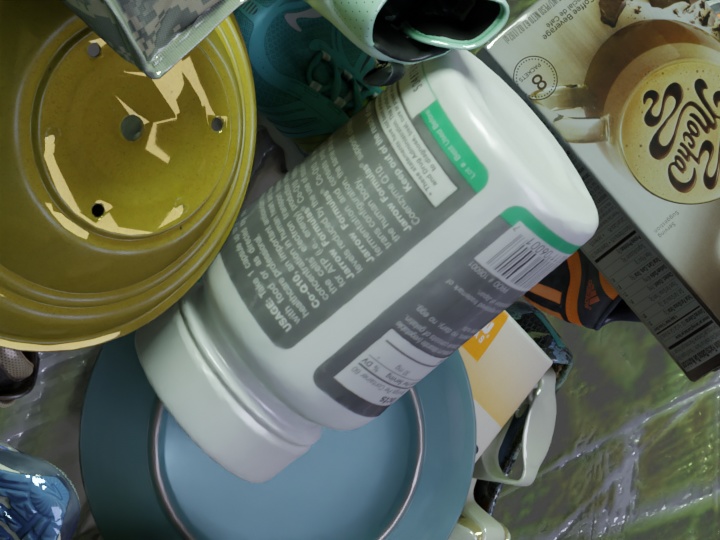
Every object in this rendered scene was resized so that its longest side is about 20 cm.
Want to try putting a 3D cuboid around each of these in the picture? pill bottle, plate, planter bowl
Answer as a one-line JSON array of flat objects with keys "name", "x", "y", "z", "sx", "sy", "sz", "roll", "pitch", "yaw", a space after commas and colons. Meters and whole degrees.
[{"name": "pill bottle", "x": 0.000, "y": 0.000, "z": 1.359, "sx": 0.200, "sy": 0.113, "sz": 0.113, "roll": -39, "pitch": 144, "yaw": 14}, {"name": "plate", "x": -0.037, "y": 0.083, "z": 1.452, "sx": 0.200, "sy": 0.026, "sz": 0.201, "roll": -1, "pitch": 94, "yaw": -13}, {"name": "planter bowl", "x": -0.112, "y": -0.062, "z": 1.259, "sx": 0.200, "sy": 0.083, "sz": 0.201, "roll": -3, "pitch": 95, "yaw": -31}]

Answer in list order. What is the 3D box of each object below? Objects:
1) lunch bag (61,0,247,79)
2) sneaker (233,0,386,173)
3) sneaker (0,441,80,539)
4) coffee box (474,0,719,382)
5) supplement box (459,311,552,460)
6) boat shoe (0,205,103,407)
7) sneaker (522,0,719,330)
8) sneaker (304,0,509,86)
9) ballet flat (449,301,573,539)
[{"name": "lunch bag", "x": -0.117, "y": -0.203, "z": 1.151, "sx": 0.118, "sy": 0.164, "sz": 0.200, "roll": -39, "pitch": 139, "yaw": -12}, {"name": "sneaker", "x": -0.006, "y": -0.078, "z": 1.422, "sx": 0.078, "sy": 0.080, "sz": 0.200, "roll": -49, "pitch": 140, "yaw": -9}, {"name": "sneaker", "x": -0.171, "y": 0.102, "z": 1.317, "sx": 0.085, "sy": 0.200, "sz": 0.077, "roll": -39, "pitch": 100, "yaw": -34}, {"name": "coffee box", "x": 0.155, "y": -0.058, "z": 1.507, "sx": 0.113, "sy": 0.200, "sz": 0.080, "roll": -40, "pitch": 178, "yaw": -20}, {"name": "supplement box", "x": -0.007, "y": 0.084, "z": 1.538, "sx": 0.200, "sy": 0.073, "sz": 0.126, "roll": -52, "pitch": 141, "yaw": -5}, {"name": "boat shoe", "x": -0.178, "y": 0.024, "z": 1.317, "sx": 0.200, "sy": 0.073, "sz": 0.075, "roll": -51, "pitch": 141, "yaw": -7}, {"name": "sneaker", "x": 0.172, "y": -0.047, "z": 1.603, "sx": 0.200, "sy": 0.112, "sz": 0.078, "roll": -53, "pitch": 142, "yaw": -5}, {"name": "sneaker", "x": 0.038, "y": -0.135, "z": 1.349, "sx": 0.200, "sy": 0.118, "sz": 0.074, "roll": -13, "pitch": 135, "yaw": -47}, {"name": "ballet flat", "x": 0.061, "y": 0.115, "z": 1.636, "sx": 0.074, "sy": 0.074, "sz": 0.200, "roll": 2, "pitch": 114, "yaw": -47}]
